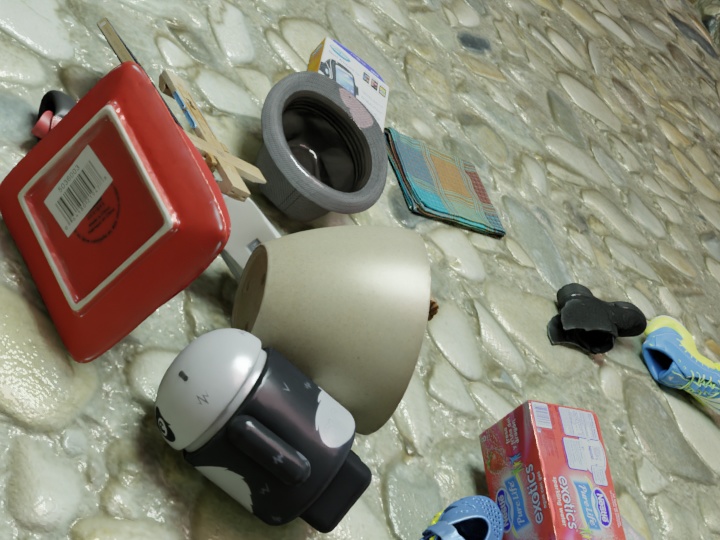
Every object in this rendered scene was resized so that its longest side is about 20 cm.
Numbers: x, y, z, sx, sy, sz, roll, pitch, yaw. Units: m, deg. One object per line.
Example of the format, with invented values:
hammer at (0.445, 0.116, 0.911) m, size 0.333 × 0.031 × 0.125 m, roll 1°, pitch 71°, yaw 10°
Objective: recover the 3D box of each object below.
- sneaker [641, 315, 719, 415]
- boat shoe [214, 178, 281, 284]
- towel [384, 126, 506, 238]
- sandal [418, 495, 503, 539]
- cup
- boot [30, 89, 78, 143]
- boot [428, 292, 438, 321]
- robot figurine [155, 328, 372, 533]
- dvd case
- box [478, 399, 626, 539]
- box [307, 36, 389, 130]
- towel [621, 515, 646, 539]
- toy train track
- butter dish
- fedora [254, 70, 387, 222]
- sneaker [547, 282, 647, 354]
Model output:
sneaker at (0.494, 0.164, 1.898) m, size 0.200 × 0.076 × 0.105 m, roll 44°, pitch 41°, yaw 7°
boat shoe at (-0.107, -0.013, 1.272) m, size 0.200 × 0.072 × 0.069 m, roll 51°, pitch -1°, yaw -38°
towel at (0.118, -0.123, 1.776) m, size 0.199 × 0.022 × 0.148 m, roll 15°, pitch 44°, yaw -44°
sandal at (0.100, 0.268, 1.231) m, size 0.080 × 0.087 × 0.200 m, roll 50°, pitch 28°, yaw 8°
cup at (-0.040, 0.040, 1.189) m, size 0.142 × 0.201 × 0.201 m, roll 16°, pitch 40°, yaw -19°
boot at (-0.244, -0.092, 1.219) m, size 0.143 × 0.073 × 0.201 m, roll 13°, pitch 37°, yaw -45°
boot at (0.000, 0.000, 1.435) m, size 0.199 × 0.075 × 0.108 m, roll 22°, pitch 35°, yaw -51°
robot figurine at (-0.086, 0.142, 1.099) m, size 0.200 × 0.150 × 0.125 m, roll 41°, pitch 47°, yaw -13°
dvd case at (-0.202, -0.158, 1.326) m, size 0.201 × 0.016 × 0.149 m, roll 55°, pitch -2°, yaw 13°
box at (0.205, 0.250, 1.327) m, size 0.102 × 0.095 × 0.202 m, roll 11°, pitch 54°, yaw -30°
box at (-0.020, -0.237, 1.711) m, size 0.119 × 0.041 × 0.201 m, roll 37°, pitch 29°, yaw -19°
towel at (0.247, 0.300, 1.441) m, size 0.200 × 0.032 × 0.191 m, roll 48°, pitch 30°, yaw 1°
toy train track at (-0.159, -0.126, 1.220) m, size 0.114 × 0.033 × 0.201 m, roll 26°, pitch 24°, yaw -45°
butter dish at (-0.191, -0.047, 1.116) m, size 0.201 × 0.200 × 0.147 m, roll 59°, pitch 24°, yaw 18°
fedora at (-0.059, -0.131, 1.482) m, size 0.176 × 0.090 × 0.201 m, roll 34°, pitch 39°, yaw -20°
sneaker at (0.342, 0.083, 1.795) m, size 0.198 × 0.060 × 0.105 m, roll 22°, pitch 37°, yaw -29°
